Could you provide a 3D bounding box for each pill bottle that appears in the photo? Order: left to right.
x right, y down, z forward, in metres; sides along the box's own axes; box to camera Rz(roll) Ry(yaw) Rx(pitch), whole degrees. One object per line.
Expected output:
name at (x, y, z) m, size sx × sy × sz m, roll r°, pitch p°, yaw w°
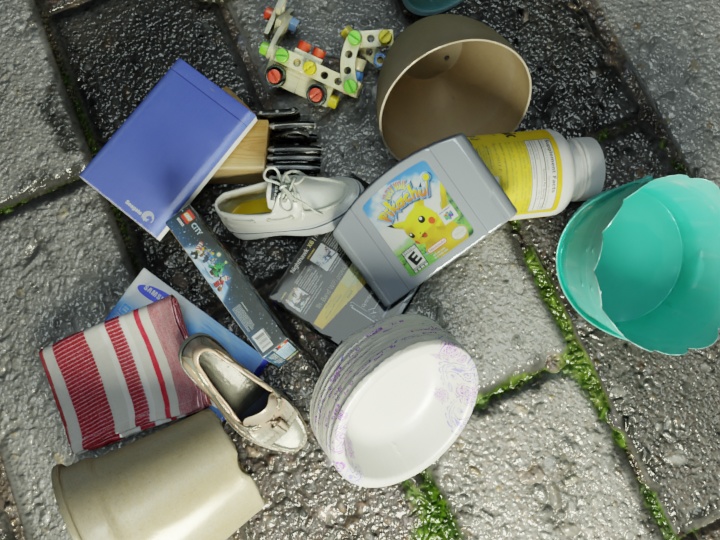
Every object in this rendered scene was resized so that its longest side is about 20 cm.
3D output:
pill bottle at (0.206, -0.122, 0.924) m, size 0.197 × 0.111 × 0.113 m, roll -6°, pitch 77°, yaw -10°

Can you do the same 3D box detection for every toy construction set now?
toy construction set at (-0.060, -0.299, 0.979) m, size 0.198 × 0.092 × 0.133 m, roll 27°, pitch 104°, yaw 14°

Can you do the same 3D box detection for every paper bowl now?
paper bowl at (0.032, 0.144, 0.841) m, size 0.200 × 0.202 × 0.104 m, roll -40°, pitch 43°, yaw -8°

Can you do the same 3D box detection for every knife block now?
knife block at (-0.153, -0.146, 0.960) m, size 0.200 × 0.064 × 0.176 m, roll -43°, pitch 80°, yaw -8°

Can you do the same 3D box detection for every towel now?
towel at (-0.295, 0.132, 0.888) m, size 0.197 × 0.023 × 0.146 m, roll -21°, pitch 87°, yaw 10°

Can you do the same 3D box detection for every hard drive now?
hard drive at (-0.245, -0.157, 0.918) m, size 0.131 × 0.025 × 0.201 m, roll 36°, pitch 81°, yaw 7°

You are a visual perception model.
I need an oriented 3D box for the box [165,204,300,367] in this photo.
box at (-0.153, 0.024, 0.886) m, size 0.038 × 0.137 × 0.201 m, roll -37°, pitch 80°, yaw -5°

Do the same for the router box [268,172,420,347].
router box at (0.000, 0.000, 0.933) m, size 0.156 × 0.052 × 0.201 m, roll 33°, pitch 80°, yaw 8°

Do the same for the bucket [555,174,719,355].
bucket at (0.345, -0.011, 0.865) m, size 0.204 × 0.135 × 0.211 m, roll -1°, pitch 96°, yaw -7°

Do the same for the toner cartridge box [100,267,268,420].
toner cartridge box at (-0.224, 0.094, 0.919) m, size 0.199 × 0.043 × 0.096 m, roll 34°, pitch 80°, yaw 7°

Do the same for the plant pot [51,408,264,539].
plant pot at (-0.219, 0.262, 0.822) m, size 0.182 × 0.201 × 0.202 m, roll -30°, pitch 79°, yaw -18°

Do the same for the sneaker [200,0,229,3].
sneaker at (-0.178, -0.458, 1.030) m, size 0.198 × 0.079 × 0.090 m, roll -30°, pitch 72°, yaw -14°

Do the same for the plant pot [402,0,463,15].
plant pot at (0.085, -0.499, 0.980) m, size 0.199 × 0.201 × 0.197 m, roll -31°, pitch 71°, yaw -6°

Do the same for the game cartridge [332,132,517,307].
game cartridge at (0.069, -0.064, 0.855) m, size 0.199 × 0.040 × 0.134 m, roll -37°, pitch 92°, yaw 15°

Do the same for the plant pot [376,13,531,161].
plant pot at (0.105, -0.251, 0.932) m, size 0.197 × 0.202 × 0.136 m, roll -14°, pitch 53°, yaw -3°

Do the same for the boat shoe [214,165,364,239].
boat shoe at (-0.096, -0.094, 0.905) m, size 0.199 × 0.086 × 0.076 m, roll -5°, pitch 62°, yaw 22°

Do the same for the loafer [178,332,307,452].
loafer at (-0.136, 0.156, 0.855) m, size 0.200 × 0.063 × 0.072 m, roll 46°, pitch 76°, yaw -19°
